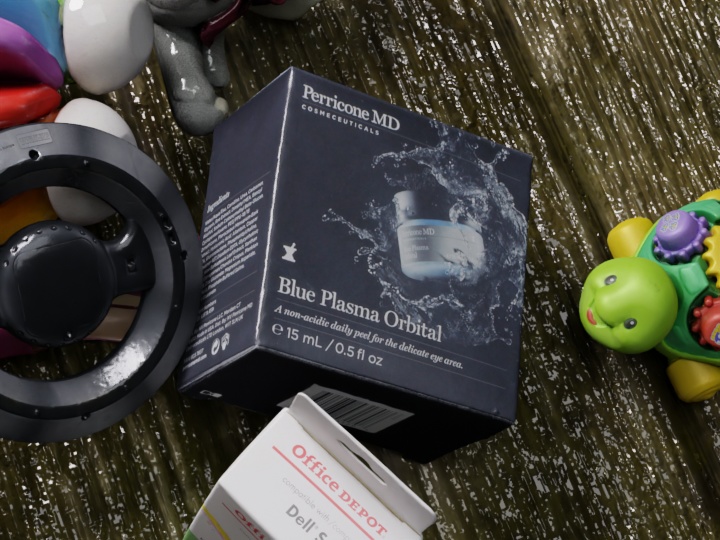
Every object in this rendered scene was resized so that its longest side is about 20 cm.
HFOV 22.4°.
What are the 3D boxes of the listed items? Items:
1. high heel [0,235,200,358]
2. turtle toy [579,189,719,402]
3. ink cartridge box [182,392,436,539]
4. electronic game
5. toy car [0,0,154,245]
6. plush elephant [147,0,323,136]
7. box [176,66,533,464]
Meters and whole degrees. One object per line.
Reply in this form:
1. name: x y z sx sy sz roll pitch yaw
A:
1. high heel: -0.167 0.036 1.202 0.199 0.068 0.096 -26 66 -26
2. turtle toy: 0.242 0.012 1.300 0.199 0.101 0.146 -18 74 -20
3. ink cartridge box: -0.036 0.160 1.114 0.117 0.200 0.067 42 65 5
4. electronic game: -0.192 0.008 1.127 0.199 0.042 0.201 -5 101 -27
5. toy car: -0.238 -0.122 1.172 0.174 0.150 0.201 3 81 20
6. plush elephant: -0.079 -0.216 1.269 0.154 0.165 0.200 -14 45 -9
7. box: 0.000 0.000 1.209 0.196 0.117 0.201 18 64 -26
